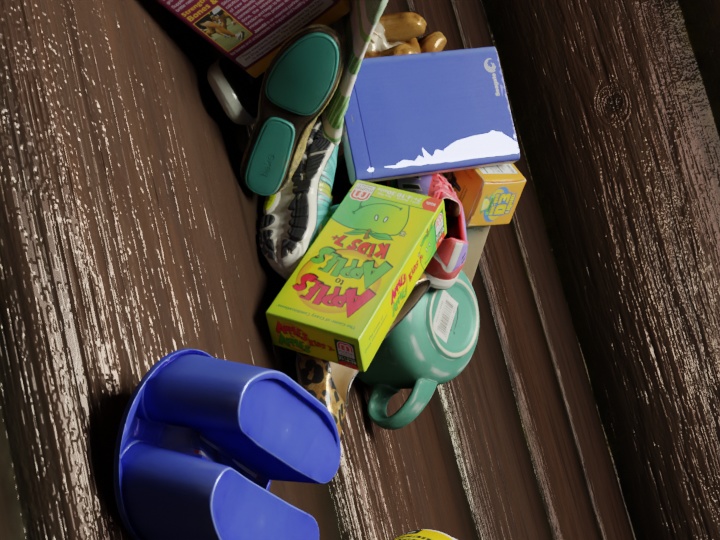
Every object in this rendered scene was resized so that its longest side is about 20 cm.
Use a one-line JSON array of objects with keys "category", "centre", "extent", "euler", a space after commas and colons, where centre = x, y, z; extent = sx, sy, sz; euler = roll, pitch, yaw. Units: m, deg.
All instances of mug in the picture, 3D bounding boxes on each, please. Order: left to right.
[{"category": "mug", "centre": [0.067, 0.071, 1.312], "extent": [0.151, 0.114, 0.187], "euler": [-23, 102, -45]}]

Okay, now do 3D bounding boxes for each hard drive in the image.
[{"category": "hard drive", "centre": [0.071, -0.172, 1.275], "extent": [0.025, 0.198, 0.133], "euler": [150, -70, -68]}]

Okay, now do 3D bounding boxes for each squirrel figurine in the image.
[{"category": "squirrel figurine", "centre": [-0.019, -0.251, 1.357], "extent": [0.186, 0.198, 0.143], "euler": [35, 60, -45]}]

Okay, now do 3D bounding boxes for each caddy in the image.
[{"category": "caddy", "centre": [-0.099, 0.141, 0.839], "extent": [0.200, 0.104, 0.143], "euler": [48, 52, -54]}]

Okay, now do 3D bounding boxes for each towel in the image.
[{"category": "towel", "centre": [-0.009, -0.240, 1.134], "extent": [0.201, 0.023, 0.154], "euler": [115, -24, -50]}]

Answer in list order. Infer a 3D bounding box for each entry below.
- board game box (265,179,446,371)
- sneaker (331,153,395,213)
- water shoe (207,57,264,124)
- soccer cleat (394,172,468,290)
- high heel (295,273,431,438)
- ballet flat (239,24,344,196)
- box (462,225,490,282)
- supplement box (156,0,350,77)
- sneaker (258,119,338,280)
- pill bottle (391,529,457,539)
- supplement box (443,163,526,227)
[{"category": "board game box", "centre": [0.000, 0.000, 1.145], "extent": [0.201, 0.101, 0.048], "euler": [-57, 152, -37]}, {"category": "sneaker", "centre": [-0.004, -0.056, 1.368], "extent": [0.120, 0.083, 0.202], "euler": [1, 104, -35]}, {"category": "water shoe", "centre": [-0.093, -0.202, 1.209], "extent": [0.072, 0.078, 0.200], "euler": [60, 19, -1]}, {"category": "soccer cleat", "centre": [0.084, -0.074, 1.280], "extent": [0.067, 0.073, 0.201], "euler": [11, 47, -20]}, {"category": "high heel", "centre": [0.009, 0.082, 1.152], "extent": [0.072, 0.141, 0.202], "euler": [68, 13, -54]}, {"category": "ballet flat", "centre": [-0.067, -0.164, 1.135], "extent": [0.070, 0.201, 0.071], "euler": [17, 36, -13]}, {"category": "box", "centre": [0.093, -0.014, 1.434], "extent": [0.078, 0.094, 0.202], "euler": [-90, -170, -54]}, {"category": "supplement box", "centre": [-0.121, -0.296, 1.082], "extent": [0.200, 0.130, 0.104], "euler": [35, 37, -42]}, {"category": "sneaker", "centre": [-0.059, -0.072, 1.218], "extent": [0.080, 0.077, 0.202], "euler": [54, 38, -47]}, {"category": "pill bottle", "centre": [0.053, 0.313, 1.122], "extent": [0.200, 0.111, 0.114], "euler": [11, 62, -71]}, {"category": "supplement box", "centre": [0.115, -0.137, 1.375], "extent": [0.201, 0.068, 0.067], "euler": [61, -38, 43]}]
